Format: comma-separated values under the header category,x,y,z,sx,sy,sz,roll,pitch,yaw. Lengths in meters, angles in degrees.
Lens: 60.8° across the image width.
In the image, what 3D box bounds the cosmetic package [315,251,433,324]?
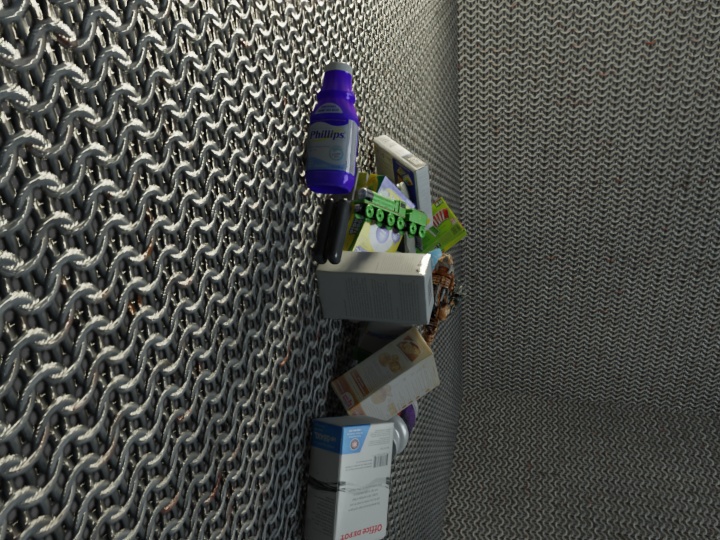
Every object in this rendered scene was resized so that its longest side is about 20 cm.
category,x,y,z,sx,sy,sz,roll,pitch,yaw
cosmetic package,0.027,0.029,1.077,0.072,0.193,0.104,-65,153,-53

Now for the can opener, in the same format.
category,x,y,z,sx,sy,sz,roll,pitch,yaw
can opener,-0.036,-0.097,1.092,0.067,0.052,0.206,56,40,-57

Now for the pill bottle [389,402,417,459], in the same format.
category,x,y,z,sx,sy,sz,roll,pitch,yaw
pill bottle,0.067,0.364,1.447,0.200,0.108,0.115,-46,136,-68

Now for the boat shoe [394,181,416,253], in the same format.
category,x,y,z,sx,sy,sz,roll,pitch,yaw
boat shoe,0.082,-0.100,1.335,0.204,0.060,0.076,77,26,-42

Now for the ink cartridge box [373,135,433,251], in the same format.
category,x,y,z,sx,sy,sz,roll,pitch,yaw
ink cartridge box,0.098,-0.177,1.394,0.198,0.046,0.204,46,-26,49

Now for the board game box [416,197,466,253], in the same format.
category,x,y,z,sx,sy,sz,roll,pitch,yaw
board game box,0.150,-0.070,1.487,0.103,0.198,0.048,54,6,18

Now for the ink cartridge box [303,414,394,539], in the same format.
category,x,y,z,sx,sy,sz,roll,pitch,yaw
ink cartridge box,-0.019,0.369,1.085,0.144,0.083,0.207,11,83,-48

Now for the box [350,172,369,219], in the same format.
category,x,y,z,sx,sy,sz,roll,pitch,yaw
box,0.012,-0.129,1.279,0.200,0.048,0.078,48,47,-70

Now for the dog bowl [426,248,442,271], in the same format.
category,x,y,z,sx,sy,sz,roll,pitch,yaw
dog bowl,0.149,0.023,1.468,0.050,0.110,0.201,54,-21,16

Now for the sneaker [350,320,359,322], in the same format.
category,x,y,z,sx,sy,sz,roll,pitch,yaw
sneaker,0.000,0.000,1.243,0.087,0.074,0.205,27,79,-33

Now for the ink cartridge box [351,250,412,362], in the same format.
category,x,y,z,sx,sy,sz,roll,pitch,yaw
ink cartridge box,0.061,0.086,1.278,0.147,0.082,0.202,-73,-173,-46

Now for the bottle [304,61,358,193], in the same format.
category,x,y,z,sx,sy,sz,roll,pitch,yaw
bottle,-0.043,-0.230,0.993,0.065,0.081,0.207,24,70,-73

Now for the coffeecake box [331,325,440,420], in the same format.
category,x,y,z,sx,sy,sz,roll,pitch,yaw
coffeecake box,0.054,0.224,1.220,0.074,0.197,0.155,53,-9,33

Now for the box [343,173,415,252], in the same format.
category,x,y,z,sx,sy,sz,roll,pitch,yaw
box,0.024,-0.065,1.174,0.117,0.048,0.205,34,77,-45

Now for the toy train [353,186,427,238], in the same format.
category,x,y,z,sx,sy,sz,roll,pitch,yaw
toy train,0.059,-0.106,1.142,0.197,0.041,0.058,16,78,-47

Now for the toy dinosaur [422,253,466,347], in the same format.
category,x,y,z,sx,sy,sz,roll,pitch,yaw
toy dinosaur,0.152,0.065,1.262,0.203,0.101,0.136,-58,173,16
